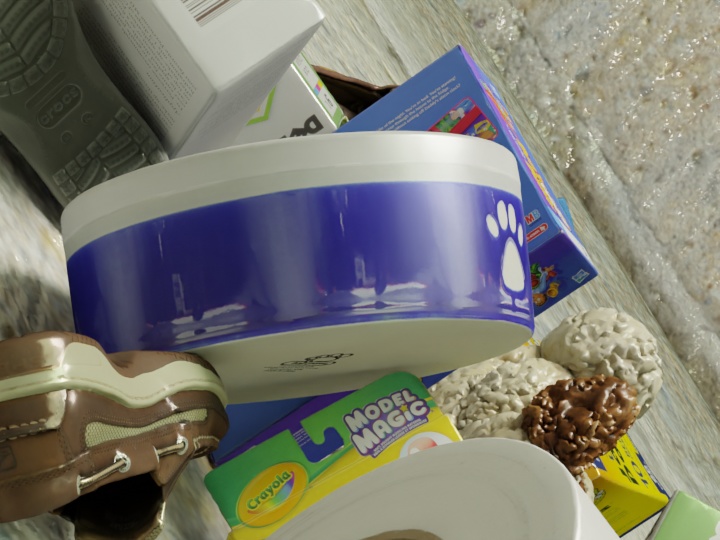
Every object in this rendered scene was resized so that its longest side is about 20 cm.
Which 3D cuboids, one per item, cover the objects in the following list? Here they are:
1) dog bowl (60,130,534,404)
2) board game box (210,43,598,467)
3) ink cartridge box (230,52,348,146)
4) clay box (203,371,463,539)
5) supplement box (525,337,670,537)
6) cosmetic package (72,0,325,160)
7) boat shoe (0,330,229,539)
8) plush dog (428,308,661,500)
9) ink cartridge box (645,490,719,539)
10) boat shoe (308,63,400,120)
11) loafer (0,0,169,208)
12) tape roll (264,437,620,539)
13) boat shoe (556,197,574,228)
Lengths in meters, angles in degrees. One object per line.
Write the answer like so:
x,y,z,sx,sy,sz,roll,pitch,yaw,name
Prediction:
-0.026,0.003,1.152,0.200,0.199,0.079,23,58,-71,dog bowl
0.000,0.000,1.301,0.045,0.199,0.135,44,16,-49,board game box
-0.078,-0.092,1.489,0.200,0.104,0.059,55,11,-9,ink cartridge box
0.024,0.154,1.167,0.201,0.114,0.048,59,-17,15,clay box
0.101,0.119,1.646,0.109,0.109,0.200,59,11,18,supplement box
-0.095,-0.112,1.308,0.102,0.071,0.200,54,-22,2,cosmetic package
-0.101,0.073,1.023,0.202,0.074,0.075,16,58,-70,boat shoe
0.072,0.114,1.425,0.160,0.201,0.172,18,11,-13,plush dog
0.166,0.190,1.462,0.059,0.104,0.200,29,-24,6,ink cartridge box
0.010,-0.075,1.592,0.200,0.072,0.073,30,60,-40,boat shoe
-0.165,-0.101,1.261,0.070,0.075,0.201,30,-27,58,loafer
0.026,0.173,0.895,0.139,0.202,0.203,52,11,-20,tape roll
0.041,0.014,1.599,0.068,0.199,0.085,17,-57,49,boat shoe
